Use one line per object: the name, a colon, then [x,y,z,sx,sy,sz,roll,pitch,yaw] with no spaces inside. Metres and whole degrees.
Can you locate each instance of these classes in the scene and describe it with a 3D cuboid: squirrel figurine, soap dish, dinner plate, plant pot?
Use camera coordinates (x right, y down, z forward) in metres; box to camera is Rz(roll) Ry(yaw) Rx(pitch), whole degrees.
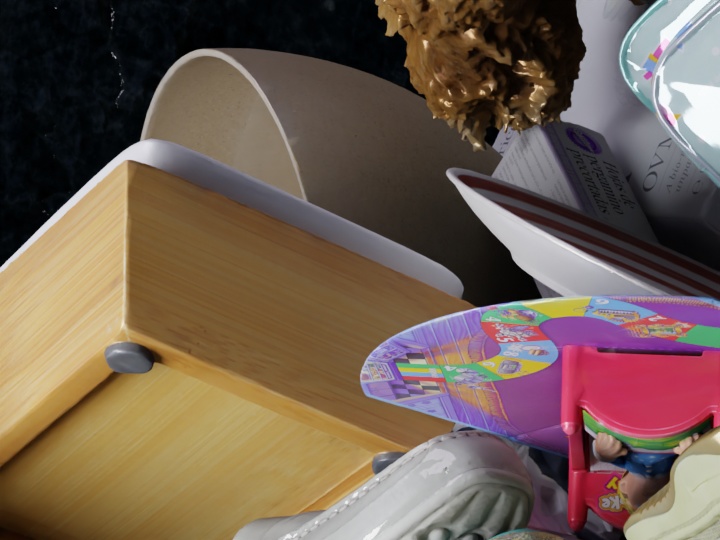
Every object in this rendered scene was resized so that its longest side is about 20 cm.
squirrel figurine: [0.073,-0.154,1.153,0.200,0.141,0.187,-50,-8,-3]
soap dish: [-0.068,0.049,1.035,0.200,0.157,0.082,-38,37,45]
dinner plate: [0.117,0.014,1.014,0.200,0.199,0.024,-66,1,-84]
plant pot: [0.000,0.000,1.238,0.134,0.202,0.200,-7,-6,-25]

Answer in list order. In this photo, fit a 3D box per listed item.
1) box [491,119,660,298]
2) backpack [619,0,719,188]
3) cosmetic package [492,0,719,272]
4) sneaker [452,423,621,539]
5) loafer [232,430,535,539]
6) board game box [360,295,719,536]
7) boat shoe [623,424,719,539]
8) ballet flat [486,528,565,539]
box: [0.100,0.012,1.118,0.042,0.039,0.200,-58,31,26]
backpack: [0.211,-0.063,1.026,0.176,0.200,0.153,-44,3,23]
cosmetic package: [0.175,-0.084,1.246,0.200,0.123,0.200,-64,24,-11]
sneaker: [0.025,0.107,1.053,0.130,0.079,0.199,-42,13,22]
loafer: [-0.019,0.107,0.944,0.070,0.070,0.200,16,-46,-39]
board game box: [0.100,0.058,0.934,0.199,0.039,0.158,18,-24,-36]
boat shoe: [0.124,0.076,0.824,0.073,0.063,0.201,-29,-12,-8]
ballet flat: [-0.013,0.147,0.878,0.199,0.071,0.071,-29,3,11]
